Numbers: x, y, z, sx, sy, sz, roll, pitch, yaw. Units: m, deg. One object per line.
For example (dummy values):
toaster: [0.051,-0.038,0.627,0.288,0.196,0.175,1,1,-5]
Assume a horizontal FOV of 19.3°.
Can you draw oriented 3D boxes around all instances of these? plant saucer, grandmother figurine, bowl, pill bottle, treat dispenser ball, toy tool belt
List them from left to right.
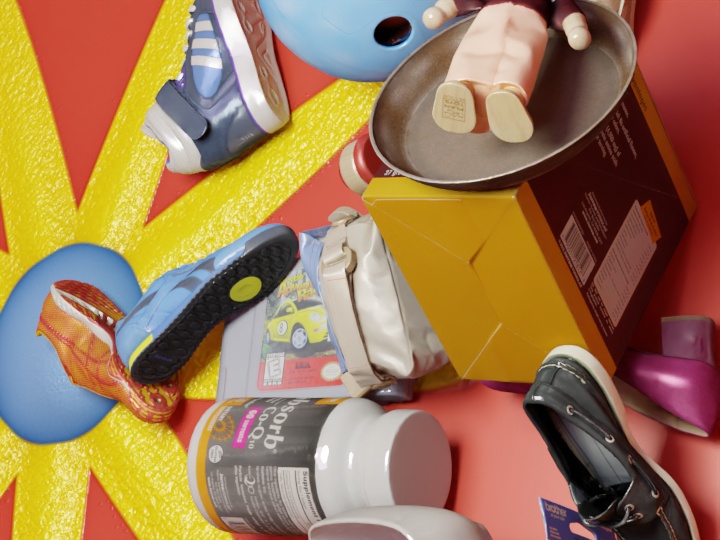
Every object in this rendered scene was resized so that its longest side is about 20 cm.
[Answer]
pill bottle: [-0.033,0.161,1.730,0.200,0.116,0.117,-3,71,35]
toy tool belt: [0.000,0.000,1.715,0.123,0.125,0.200,-22,83,47]
treat dispenser ball: [0.009,-0.261,1.801,0.201,0.201,0.201,-13,66,32]
bowl: [0.060,0.260,1.586,0.200,0.075,0.200,-13,102,64]
plant saucer: [0.104,-0.120,1.502,0.200,0.032,0.200,-16,39,13]
grandmother figurine: [0.105,-0.173,1.497,0.121,0.061,0.200,17,47,9]

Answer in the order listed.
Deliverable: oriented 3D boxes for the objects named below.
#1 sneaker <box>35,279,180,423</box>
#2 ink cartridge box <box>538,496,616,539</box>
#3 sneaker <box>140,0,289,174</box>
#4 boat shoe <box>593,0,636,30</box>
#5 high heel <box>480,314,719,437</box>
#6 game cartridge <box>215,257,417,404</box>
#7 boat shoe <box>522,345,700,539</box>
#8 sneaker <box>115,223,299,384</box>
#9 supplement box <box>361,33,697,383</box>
sneaker: [-0.229,0.086,1.941,0.200,0.073,0.077,43,122,42]
ink cartridge box: [0.163,0.274,1.545,0.042,0.119,0.200,-21,63,30]
sneaker: [-0.155,-0.187,1.967,0.146,0.081,0.200,-26,65,21]
boat shoe: [0.191,-0.220,1.738,0.072,0.065,0.200,22,91,38]
high heel: [0.180,0.093,1.629,0.200,0.067,0.096,-13,55,28]
game cartridge: [-0.037,0.053,1.825,0.200,0.041,0.133,-7,65,34]
boat shoe: [0.179,0.154,1.543,0.074,0.200,0.066,-10,23,45]
sneaker: [-0.142,0.012,1.853,0.200,0.066,0.078,-41,50,18]
supplement box: [0.133,-0.053,1.596,0.133,0.197,0.200,1,45,36]
